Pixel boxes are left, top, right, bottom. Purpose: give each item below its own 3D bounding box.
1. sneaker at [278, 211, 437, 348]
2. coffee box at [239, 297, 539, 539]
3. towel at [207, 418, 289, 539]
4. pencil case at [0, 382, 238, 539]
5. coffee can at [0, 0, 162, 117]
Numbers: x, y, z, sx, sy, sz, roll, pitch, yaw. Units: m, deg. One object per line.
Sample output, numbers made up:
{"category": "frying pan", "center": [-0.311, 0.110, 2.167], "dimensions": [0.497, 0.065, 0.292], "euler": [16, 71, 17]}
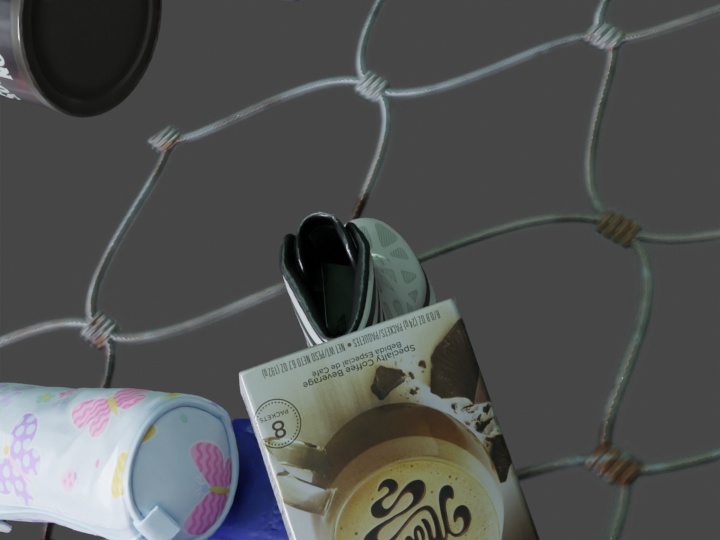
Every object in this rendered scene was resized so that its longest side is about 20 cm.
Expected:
{"category": "sneaker", "center": [0.000, 0.000, 0.893], "dimensions": [0.075, 0.116, 0.201], "euler": [-10, 33, 6]}
{"category": "coffee box", "center": [0.024, 0.130, 0.753], "dimensions": [0.112, 0.080, 0.202], "euler": [-19, 80, -7]}
{"category": "towel", "center": [-0.047, 0.181, 0.843], "dimensions": [0.146, 0.050, 0.201], "euler": [7, 55, 32]}
{"category": "pencil case", "center": [-0.160, 0.109, 0.888], "dimensions": [0.198, 0.084, 0.091], "euler": [-3, 32, 41]}
{"category": "coffee can", "center": [-0.269, -0.204, 1.174], "dimensions": [0.198, 0.147, 0.147], "euler": [15, 61, 33]}
